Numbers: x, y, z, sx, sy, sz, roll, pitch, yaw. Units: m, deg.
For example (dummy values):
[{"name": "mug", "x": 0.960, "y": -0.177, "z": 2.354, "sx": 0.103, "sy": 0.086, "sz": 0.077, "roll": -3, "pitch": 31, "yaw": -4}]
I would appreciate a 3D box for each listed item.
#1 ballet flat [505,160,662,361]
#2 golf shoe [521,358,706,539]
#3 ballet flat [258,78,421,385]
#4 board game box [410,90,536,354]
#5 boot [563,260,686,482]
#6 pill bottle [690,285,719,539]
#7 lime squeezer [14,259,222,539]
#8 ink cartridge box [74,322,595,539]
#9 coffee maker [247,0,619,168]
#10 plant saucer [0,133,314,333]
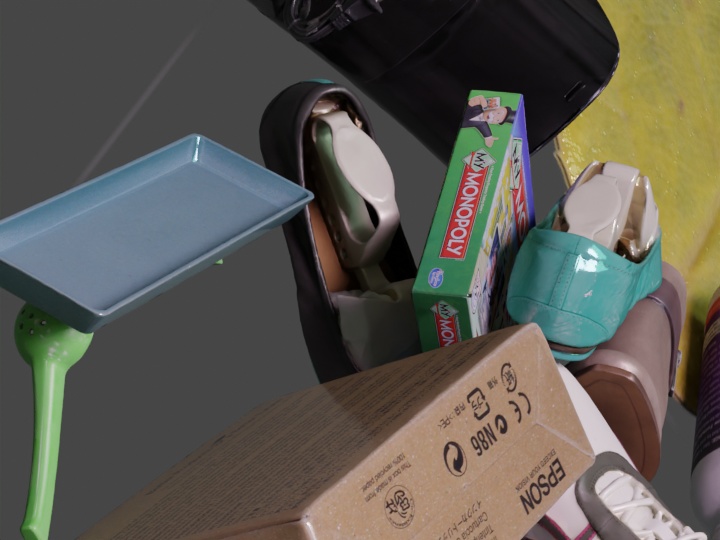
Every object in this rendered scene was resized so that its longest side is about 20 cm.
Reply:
[{"name": "ballet flat", "x": 0.118, "y": -0.015, "z": 1.082, "sx": 0.067, "sy": 0.070, "sz": 0.200, "roll": 21, "pitch": 18, "yaw": 8}, {"name": "golf shoe", "x": 0.121, "y": 0.118, "z": 1.018, "sx": 0.077, "sy": 0.088, "sz": 0.200, "roll": -34, "pitch": 101, "yaw": -38}, {"name": "ballet flat", "x": 0.000, "y": 0.000, "z": 1.085, "sx": 0.068, "sy": 0.068, "sz": 0.200, "roll": -17, "pitch": 84, "yaw": -29}, {"name": "board game box", "x": 0.063, "y": 0.030, "z": 1.099, "sx": 0.200, "sy": 0.029, "sz": 0.135, "roll": 79, "pitch": 22, "yaw": -46}, {"name": "boot", "x": 0.134, "y": 0.053, "z": 1.155, "sx": 0.070, "sy": 0.200, "sz": 0.146, "roll": 23, "pitch": 56, "yaw": 7}, {"name": "pill bottle", "x": 0.253, "y": 0.102, "z": 1.315, "sx": 0.111, "sy": 0.111, "sz": 0.200, "roll": 41, "pitch": 45, "yaw": -32}, {"name": "lime squeezer", "x": -0.110, "y": 0.025, "z": 0.962, "sx": 0.071, "sy": 0.038, "sz": 0.200, "roll": 50, "pitch": 38, "yaw": -18}, {"name": "ink cartridge box", "x": -0.019, "y": 0.106, "z": 0.928, "sx": 0.200, "sy": 0.165, "sz": 0.075, "roll": -36, "pitch": 103, "yaw": -52}, {"name": "coffee maker", "x": 0.025, "y": -0.133, "z": 1.130, "sx": 0.200, "sy": 0.135, "sz": 0.192, "roll": 36, "pitch": 44, "yaw": -38}, {"name": "plant saucer", "x": -0.093, "y": -0.018, "z": 0.976, "sx": 0.070, "sy": 0.019, "sz": 0.200, "roll": 28, "pitch": 26, "yaw": 15}]
